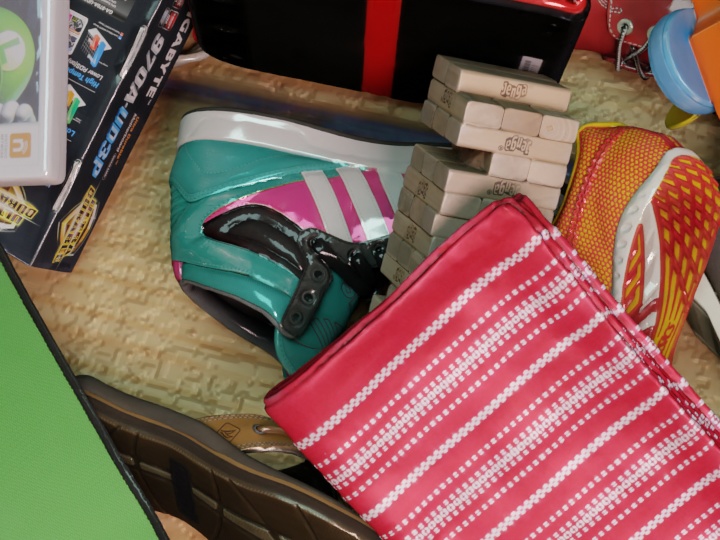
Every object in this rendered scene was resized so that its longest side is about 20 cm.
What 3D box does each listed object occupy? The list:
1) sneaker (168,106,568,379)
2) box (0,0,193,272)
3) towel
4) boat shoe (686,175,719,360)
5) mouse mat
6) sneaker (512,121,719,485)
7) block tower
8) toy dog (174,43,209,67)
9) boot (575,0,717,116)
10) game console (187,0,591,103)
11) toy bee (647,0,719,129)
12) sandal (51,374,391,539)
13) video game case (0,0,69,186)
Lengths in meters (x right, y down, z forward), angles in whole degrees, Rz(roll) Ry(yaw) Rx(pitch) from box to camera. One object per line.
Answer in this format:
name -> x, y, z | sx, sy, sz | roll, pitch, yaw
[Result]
sneaker -> 0.000, 0.000, 0.987 | 0.200, 0.084, 0.121 | 10, 74, 9
box -> -0.196, -0.114, 1.058 | 0.200, 0.046, 0.159 | 28, 94, 18
towel -> 0.073, 0.082, 0.904 | 0.145, 0.022, 0.200 | -40, 102, 9
boat shoe -> 0.192, 0.043, 0.944 | 0.061, 0.072, 0.201 | -26, 64, 3
mouse mat -> -0.182, 0.103, 0.984 | 0.161, 0.008, 0.200 | -40, 67, 18
sneaker -> 0.098, 0.031, 0.951 | 0.077, 0.073, 0.200 | 32, 104, 48
block tower -> 0.039, 0.011, 0.933 | 0.058, 0.054, 0.200 | 9, 103, -18
toy dog -> -0.066, -0.208, 1.072 | 0.200, 0.096, 0.132 | -36, 67, -6
boot -> 0.145, -0.099, 1.011 | 0.200, 0.072, 0.144 | -10, 69, 1
game console -> 0.007, -0.115, 0.955 | 0.177, 0.200, 0.031 | 11, 81, 1
toy bee -> 0.181, -0.115, 0.923 | 0.131, 0.200, 0.109 | 3, 22, 44
sandal -> -0.053, 0.095, 0.973 | 0.200, 0.082, 0.055 | 25, 53, 25
video game case -> -0.225, -0.138, 1.033 | 0.182, 0.023, 0.200 | -1, 84, 18
